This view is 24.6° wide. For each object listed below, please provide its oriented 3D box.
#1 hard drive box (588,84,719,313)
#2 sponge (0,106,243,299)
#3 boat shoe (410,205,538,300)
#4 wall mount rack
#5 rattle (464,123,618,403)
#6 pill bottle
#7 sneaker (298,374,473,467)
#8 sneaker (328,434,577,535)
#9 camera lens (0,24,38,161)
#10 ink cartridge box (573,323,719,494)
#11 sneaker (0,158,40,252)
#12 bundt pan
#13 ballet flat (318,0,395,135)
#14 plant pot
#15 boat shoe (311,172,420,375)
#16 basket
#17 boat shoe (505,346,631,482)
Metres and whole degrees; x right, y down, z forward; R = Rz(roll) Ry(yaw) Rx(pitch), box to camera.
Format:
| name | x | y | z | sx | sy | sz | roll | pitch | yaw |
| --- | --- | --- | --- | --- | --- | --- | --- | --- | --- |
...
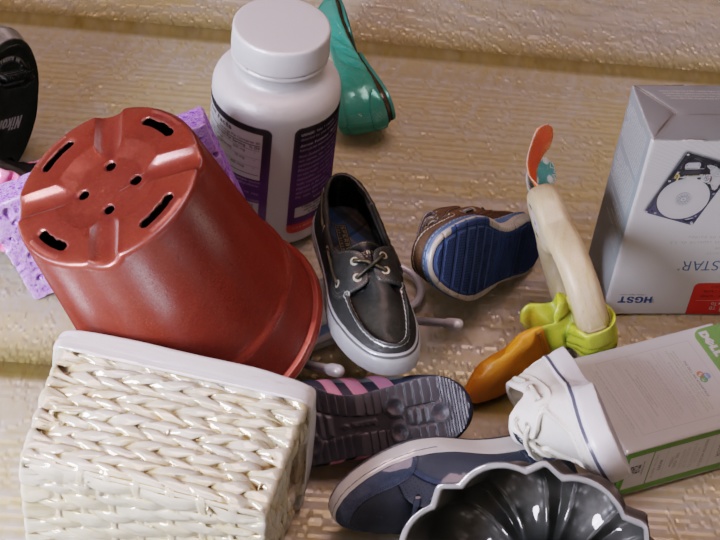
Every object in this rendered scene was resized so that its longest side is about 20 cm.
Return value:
| name | x | y | z | sx | sy | sz | roll | pitch | yaw |
| --- | --- | --- | --- | --- | --- | --- | --- | --- | --- |
| hard drive box | 0.295 | -0.059 | 1.429 | 0.154 | 0.201 | 0.077 | -1 | 44 | -8 |
| sponge | -0.202 | -0.055 | 1.374 | 0.199 | 0.112 | 0.030 | -21 | 44 | 0 |
| boat shoe | 0.086 | -0.019 | 1.426 | 0.072 | 0.073 | 0.200 | 16 | 10 | 28 |
| wall mount rack | -0.015 | 0.032 | 1.380 | 0.199 | 0.075 | 0.174 | -20 | 50 | -26 |
| rattle | 0.130 | -0.006 | 1.397 | 0.142 | 0.130 | 0.201 | -23 | 82 | 14 |
| pill bottle | -0.075 | -0.131 | 1.439 | 0.110 | 0.201 | 0.112 | 4 | 43 | -4 |
| sneaker | -0.008 | 0.119 | 1.310 | 0.198 | 0.082 | 0.071 | -2 | 86 | 10 |
| sneaker | 0.087 | 0.195 | 1.222 | 0.201 | 0.077 | 0.147 | -7 | 43 | -17 |
| camera lens | -0.398 | -0.159 | 1.462 | 0.198 | 0.161 | 0.160 | 18 | 44 | 11 |
| ink cartridge box | 0.270 | 0.107 | 1.353 | 0.198 | 0.060 | 0.104 | -13 | 47 | -20 |
| sneaker | -0.279 | -0.065 | 1.428 | 0.199 | 0.079 | 0.096 | 14 | 30 | -29 |
| bundt pan | 0.124 | 0.220 | 1.135 | 0.201 | 0.203 | 0.076 | 21 | 15 | 14 |
| ballet flat | -0.027 | -0.204 | 1.636 | 0.070 | 0.068 | 0.201 | -18 | 45 | -6 |
| plant pot | -0.153 | -0.007 | 1.265 | 0.199 | 0.196 | 0.202 | -11 | 51 | 14 |
| boat shoe | 0.000 | 0.000 | 1.324 | 0.068 | 0.057 | 0.201 | -7 | 43 | -15 |
| basket | -0.143 | 0.146 | 1.203 | 0.198 | 0.136 | 0.124 | 13 | 47 | 5 |
| boat shoe | 0.145 | 0.113 | 1.221 | 0.069 | 0.071 | 0.200 | -26 | 17 | 2 |
